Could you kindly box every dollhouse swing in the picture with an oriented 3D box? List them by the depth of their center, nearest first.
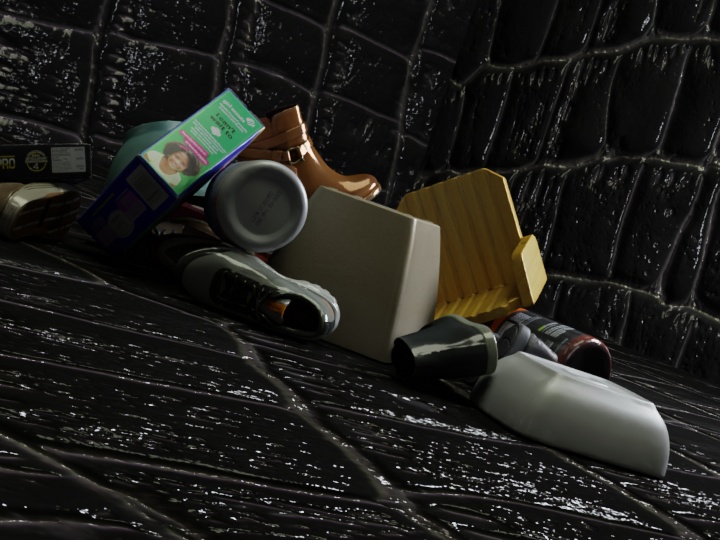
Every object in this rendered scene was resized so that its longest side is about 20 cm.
[{"bbox_3d":[0.129,-0.026,1.816,0.199,0.177,0.182,-17,9,19],"label":"dollhouse swing"}]

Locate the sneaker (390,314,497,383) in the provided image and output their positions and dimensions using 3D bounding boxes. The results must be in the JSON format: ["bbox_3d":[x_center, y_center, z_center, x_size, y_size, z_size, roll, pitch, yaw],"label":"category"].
[{"bbox_3d":[0.073,0.091,1.541,0.106,0.075,0.200,-4,-3,-18],"label":"sneaker"}]

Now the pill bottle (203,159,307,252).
[{"bbox_3d":[-0.136,-0.080,1.631,0.108,0.109,0.200,18,-1,-14],"label":"pill bottle"}]

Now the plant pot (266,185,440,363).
[{"bbox_3d":[0.000,0.000,1.689,0.199,0.178,0.200,21,4,18],"label":"plant pot"}]

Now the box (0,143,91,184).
[{"bbox_3d":[-0.443,-0.128,1.648,0.199,0.049,0.161,-4,-1,-18],"label":"box"}]

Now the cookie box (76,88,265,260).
[{"bbox_3d":[-0.237,-0.123,1.668,0.075,0.171,0.200,48,44,-6],"label":"cookie box"}]

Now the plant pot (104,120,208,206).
[{"bbox_3d":[-0.293,-0.144,1.992,0.199,0.135,0.200,-8,-14,-2],"label":"plant pot"}]

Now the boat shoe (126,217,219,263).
[{"bbox_3d":[-0.273,-0.039,1.757,0.199,0.076,0.074,13,10,8],"label":"boat shoe"}]

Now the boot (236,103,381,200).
[{"bbox_3d":[-0.074,-0.150,1.786,0.199,0.156,0.077,-13,15,-13],"label":"boot"}]

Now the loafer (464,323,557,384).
[{"bbox_3d":[0.181,0.115,1.627,0.063,0.072,0.200,29,-16,-5],"label":"loafer"}]

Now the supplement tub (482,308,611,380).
[{"bbox_3d":[0.228,0.112,1.754,0.107,0.107,0.200,16,5,-40],"label":"supplement tub"}]

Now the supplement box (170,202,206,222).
[{"bbox_3d":[-0.195,-0.031,1.855,0.199,0.086,0.110,22,4,32],"label":"supplement box"}]

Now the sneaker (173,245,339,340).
[{"bbox_3d":[-0.119,0.026,1.523,0.199,0.074,0.079,19,9,-1],"label":"sneaker"}]

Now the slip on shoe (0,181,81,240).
[{"bbox_3d":[-0.398,-0.076,1.595,0.060,0.076,0.200,26,12,8],"label":"slip on shoe"}]

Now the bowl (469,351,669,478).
[{"bbox_3d":[0.237,0.152,1.475,0.199,0.075,0.200,19,2,-14],"label":"bowl"}]

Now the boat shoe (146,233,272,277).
[{"bbox_3d":[-0.175,-0.009,1.707,0.199,0.072,0.062,12,-5,-27],"label":"boat shoe"}]
